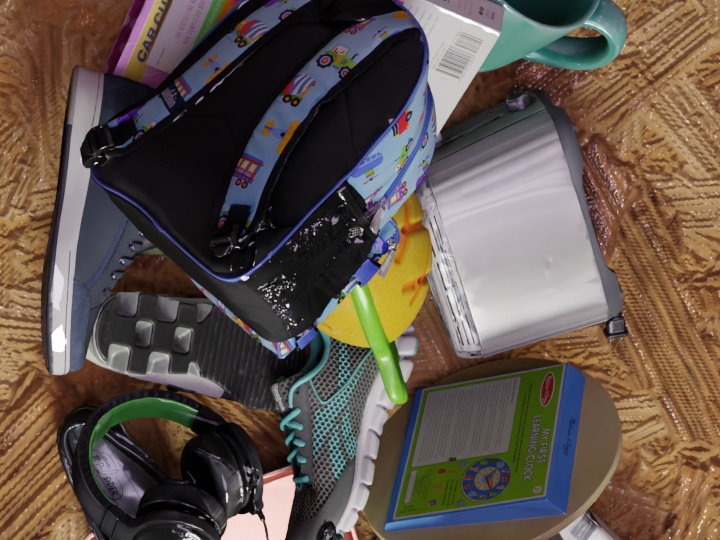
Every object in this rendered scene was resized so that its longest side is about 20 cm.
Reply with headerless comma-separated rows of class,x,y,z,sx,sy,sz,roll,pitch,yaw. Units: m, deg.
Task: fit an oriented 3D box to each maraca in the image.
maraca,0.000,0.000,1.312,0.106,0.138,0.201,-15,124,6

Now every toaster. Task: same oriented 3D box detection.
toaster,0.107,-0.023,1.389,0.128,0.114,0.202,-19,111,0

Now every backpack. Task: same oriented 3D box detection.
backpack,-0.041,-0.076,1.169,0.200,0.182,0.135,-48,140,-9

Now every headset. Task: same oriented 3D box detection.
headset,-0.106,0.154,1.335,0.199,0.124,0.094,35,137,7

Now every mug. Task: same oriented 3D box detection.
mug,0.082,-0.199,1.307,0.152,0.114,0.186,-31,95,-45

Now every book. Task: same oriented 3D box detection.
book,-0.024,-0.155,1.243,0.198,0.048,0.134,22,138,-11

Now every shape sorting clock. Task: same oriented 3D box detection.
shape sorting clock,0.094,0.137,1.389,0.199,0.200,0.039,-28,123,0

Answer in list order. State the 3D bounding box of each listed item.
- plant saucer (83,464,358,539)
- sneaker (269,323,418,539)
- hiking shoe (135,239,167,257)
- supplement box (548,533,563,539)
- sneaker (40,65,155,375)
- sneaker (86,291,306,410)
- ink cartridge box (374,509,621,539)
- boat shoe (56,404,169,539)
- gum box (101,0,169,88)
plant saucer,-0.091,0.253,1.474,0.198,0.037,0.202,-18,108,-5
sneaker,-0.031,0.114,1.397,0.091,0.077,0.202,24,69,-17
hiking shoe,-0.089,-0.017,1.373,0.198,0.076,0.102,-11,105,-7
supplement box,0.105,0.251,1.332,0.100,0.200,0.105,-6,107,-7
sneaker,-0.136,-0.023,1.279,0.145,0.077,0.205,9,91,-14
sneaker,-0.130,0.052,1.397,0.199,0.088,0.075,19,80,-38
ink cartridge box,0.127,0.237,1.481,0.145,0.083,0.200,-45,107,5
boat shoe,-0.157,0.184,1.388,0.074,0.066,0.201,-28,85,-5
gum box,-0.100,-0.170,1.331,0.113,0.066,0.202,22,101,-16
